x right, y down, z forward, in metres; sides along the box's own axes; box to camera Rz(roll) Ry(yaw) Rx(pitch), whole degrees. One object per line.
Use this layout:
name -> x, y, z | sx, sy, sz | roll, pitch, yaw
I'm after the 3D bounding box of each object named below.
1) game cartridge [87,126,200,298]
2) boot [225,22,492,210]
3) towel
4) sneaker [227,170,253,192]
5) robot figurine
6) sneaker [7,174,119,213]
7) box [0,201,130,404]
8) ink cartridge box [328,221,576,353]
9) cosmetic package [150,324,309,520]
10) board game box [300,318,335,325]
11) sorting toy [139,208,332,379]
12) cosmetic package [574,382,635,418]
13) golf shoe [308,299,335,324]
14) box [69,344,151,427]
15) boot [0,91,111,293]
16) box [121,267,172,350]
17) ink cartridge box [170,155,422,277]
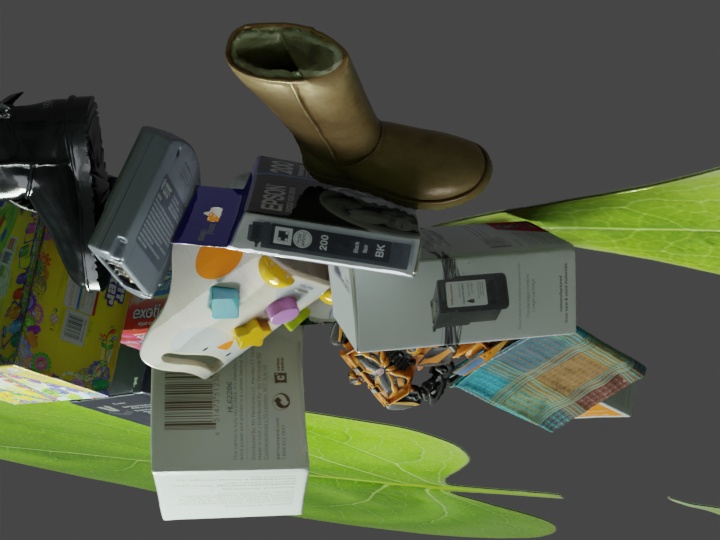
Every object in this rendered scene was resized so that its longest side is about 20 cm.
game cartridge -> -0.191, -0.055, 1.324 | 0.040, 0.134, 0.200 | 26, 169, 6
boot -> 0.003, -0.118, 1.144 | 0.175, 0.066, 0.200 | 4, 160, 16
towel -> 0.209, 0.116, 1.609 | 0.147, 0.022, 0.200 | -36, 138, 26
sneaker -> -0.043, -0.041, 1.393 | 0.200, 0.079, 0.077 | 22, 170, -26
robot figurine -> 0.065, 0.058, 1.453 | 0.200, 0.058, 0.145 | -37, 103, 16
sneaker -> -0.292, -0.077, 1.422 | 0.200, 0.070, 0.090 | 21, 168, -22
box -> -0.351, 0.029, 1.563 | 0.192, 0.201, 0.122 | -8, 156, 45
ink cartridge box -> 0.077, 0.011, 1.305 | 0.199, 0.084, 0.145 | -5, -168, -9
cosmetic package -> -0.144, 0.171, 1.611 | 0.166, 0.168, 0.200 | -1, 157, -5
board game box -> -0.027, 0.046, 1.661 | 0.200, 0.024, 0.105 | -6, -179, 39
sorting toy -> -0.125, 0.039, 1.441 | 0.180, 0.107, 0.200 | -44, 150, 18
cosmetic package -> 0.230, 0.115, 1.719 | 0.101, 0.071, 0.200 | -8, 154, 45
golf shoe -> 0.000, 0.000, 1.527 | 0.199, 0.078, 0.097 | -7, 139, 29
box -> -0.262, 0.149, 2.012 | 0.200, 0.118, 0.196 | 22, 159, -36
boot -> -0.310, -0.073, 1.297 | 0.162, 0.073, 0.199 | -1, 117, 3
box -> -0.200, 0.037, 1.674 | 0.200, 0.096, 0.100 | -6, 158, 39
ink cartridge box -> -0.051, -0.052, 1.239 | 0.199, 0.044, 0.198 | 8, -163, -3
